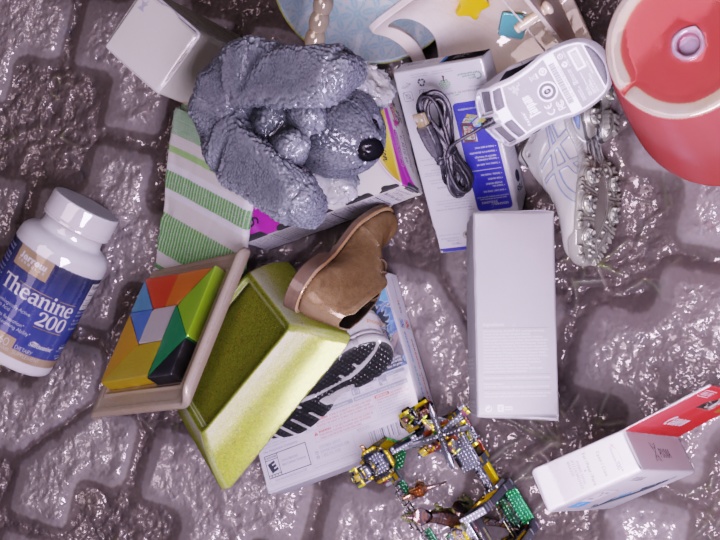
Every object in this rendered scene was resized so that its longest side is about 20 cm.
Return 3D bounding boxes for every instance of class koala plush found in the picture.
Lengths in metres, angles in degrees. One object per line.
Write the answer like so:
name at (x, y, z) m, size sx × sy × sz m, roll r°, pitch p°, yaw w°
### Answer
koala plush at (-0.047, -0.144, 1.521) m, size 0.183 × 0.200 × 0.178 m, roll 24°, pitch 104°, yaw 36°

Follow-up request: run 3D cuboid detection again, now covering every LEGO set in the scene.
LEGO set at (0.075, 0.231, 1.501) m, size 0.153 × 0.116 × 0.201 m, roll -23°, pitch 90°, yaw 23°

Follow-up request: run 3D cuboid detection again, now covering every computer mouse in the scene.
computer mouse at (0.153, -0.160, 1.506) m, size 0.199 × 0.044 × 0.110 m, roll -26°, pitch 103°, yaw 13°

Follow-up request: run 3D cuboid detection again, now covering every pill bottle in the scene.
pill bottle at (-0.360, 0.011, 1.770) m, size 0.111 × 0.111 × 0.200 m, roll 33°, pitch 98°, yaw 25°

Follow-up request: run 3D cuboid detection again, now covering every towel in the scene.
towel at (-0.165, -0.066, 1.682) m, size 0.152 × 0.023 × 0.201 m, roll 29°, pitch 118°, yaw 41°

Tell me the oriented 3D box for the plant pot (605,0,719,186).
plant pot at (0.320, -0.191, 1.436) m, size 0.200 × 0.177 × 0.201 m, roll -4°, pitch 82°, yaw 24°

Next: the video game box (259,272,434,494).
video game box at (-0.030, 0.120, 1.634) m, size 0.199 × 0.047 × 0.183 m, roll -22°, pitch 76°, yaw 22°

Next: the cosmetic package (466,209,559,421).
cosmetic package at (0.147, 0.044, 1.509) m, size 0.090 × 0.107 × 0.201 m, roll 2°, pitch 88°, yaw 1°

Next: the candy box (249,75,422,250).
candy box at (-0.045, -0.118, 1.665) m, size 0.199 × 0.061 × 0.137 m, roll -20°, pitch 75°, yaw 22°

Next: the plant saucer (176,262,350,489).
plant saucer at (-0.121, 0.093, 1.579) m, size 0.200 × 0.048 × 0.200 m, roll -51°, pitch 32°, yaw 5°

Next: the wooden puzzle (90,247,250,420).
wooden puzzle at (-0.208, 0.066, 1.637) m, size 0.200 × 0.037 × 0.186 m, roll -16°, pitch 47°, yaw 50°

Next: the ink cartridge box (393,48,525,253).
ink cartridge box at (0.106, -0.120, 1.576) m, size 0.099 × 0.039 × 0.201 m, roll -6°, pitch 110°, yaw 24°

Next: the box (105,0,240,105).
box at (-0.173, -0.225, 1.663) m, size 0.095 × 0.200 × 0.078 m, roll 42°, pitch 101°, yaw 24°

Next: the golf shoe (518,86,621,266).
golf shoe at (0.205, -0.098, 1.545) m, size 0.097 × 0.078 × 0.201 m, roll -8°, pitch 72°, yaw 36°

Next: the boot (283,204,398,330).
boot at (0.000, 0.000, 1.572) m, size 0.075 × 0.200 × 0.074 m, roll 29°, pitch 128°, yaw 12°

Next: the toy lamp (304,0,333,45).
toy lamp at (-0.053, -0.208, 1.595) m, size 0.058 × 0.058 × 0.201 m, roll 27°, pitch 112°, yaw 26°

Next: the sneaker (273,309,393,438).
sneaker at (-0.052, 0.103, 1.594) m, size 0.200 × 0.074 × 0.080 m, roll -33°, pitch 46°, yaw 19°

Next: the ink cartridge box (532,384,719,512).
ink cartridge box at (0.268, 0.164, 1.399) m, size 0.176 × 0.200 × 0.045 m, roll -29°, pitch 72°, yaw 19°

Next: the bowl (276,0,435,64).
bowl at (0.010, -0.330, 1.630) m, size 0.199 × 0.200 × 0.108 m, roll -20°, pitch 33°, yaw 22°

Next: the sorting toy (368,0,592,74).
sorting toy at (0.111, -0.255, 1.554) m, size 0.180 × 0.200 × 0.107 m, roll -26°, pitch 52°, yaw 22°
